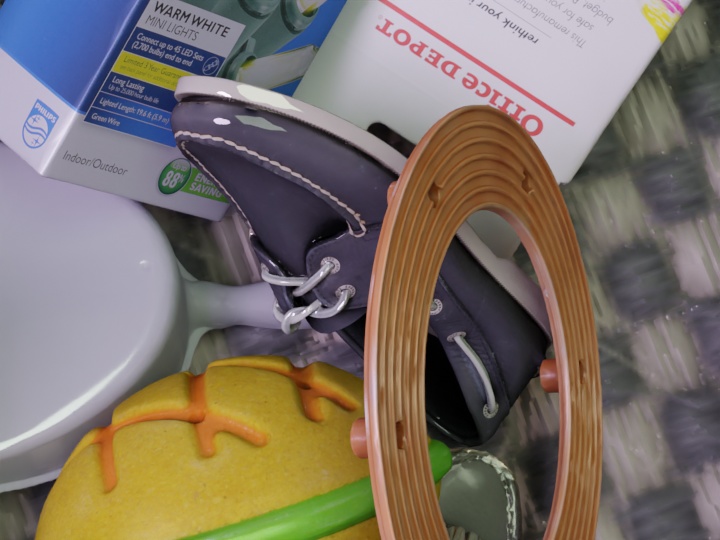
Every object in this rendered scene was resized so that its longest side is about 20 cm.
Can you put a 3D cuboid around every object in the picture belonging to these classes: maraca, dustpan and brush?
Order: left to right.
[{"bbox_3d":[-0.086,0.012,0.832,0.199,0.057,0.140,-7,65,-11],"label":"dustpan and brush"},{"bbox_3d":[-0.060,0.090,0.763,0.199,0.137,0.108,-18,89,-31],"label":"maraca"}]

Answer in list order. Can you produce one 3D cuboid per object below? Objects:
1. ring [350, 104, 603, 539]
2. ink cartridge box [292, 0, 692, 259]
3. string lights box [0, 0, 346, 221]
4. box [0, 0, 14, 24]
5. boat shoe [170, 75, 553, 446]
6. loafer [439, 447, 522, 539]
[{"bbox_3d":[0.041,0.045,0.767,0.019,0.200,0.202,-4,72,26],"label":"ring"},{"bbox_3d":[0.063,-0.117,0.869,0.115,0.068,0.200,33,104,-5],"label":"ink cartridge box"},{"bbox_3d":[-0.048,-0.123,0.793,0.059,0.103,0.201,39,105,33],"label":"string lights box"},{"bbox_3d":[-0.185,-0.114,0.788,0.122,0.106,0.200,37,68,14],"label":"box"},{"bbox_3d":[0.000,0.000,0.810,0.200,0.072,0.063,38,70,-40],"label":"boat shoe"},{"bbox_3d":[0.016,0.153,0.812,0.072,0.063,0.201,27,70,-7],"label":"loafer"}]
